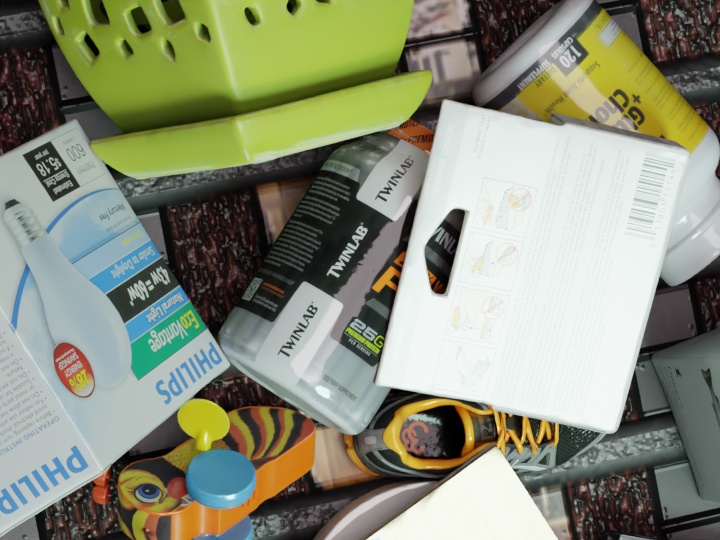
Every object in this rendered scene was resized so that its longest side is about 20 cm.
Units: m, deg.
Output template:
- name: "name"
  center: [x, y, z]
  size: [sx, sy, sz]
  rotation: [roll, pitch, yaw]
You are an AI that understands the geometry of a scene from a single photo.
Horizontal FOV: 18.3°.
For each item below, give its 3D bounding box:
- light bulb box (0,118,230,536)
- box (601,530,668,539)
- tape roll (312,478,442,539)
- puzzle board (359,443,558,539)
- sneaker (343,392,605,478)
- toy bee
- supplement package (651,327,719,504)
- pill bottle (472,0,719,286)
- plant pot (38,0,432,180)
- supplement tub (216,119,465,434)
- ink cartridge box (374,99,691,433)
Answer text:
- name: "light bulb box"
  center: [-0.216, 0.037, 1.435]
  size: [0.124, 0.198, 0.201]
  rotation: [-30, 95, 27]
- name: "box"
  center: [0.260, 0.282, 1.606]
  size: [0.198, 0.044, 0.162]
  rotation: [10, 86, -10]
- name: "tape roll"
  center: [0.048, 0.248, 1.571]
  size: [0.201, 0.037, 0.205]
  rotation: [0, 88, -10]
- name: "puzzle board"
  center: [0.084, 0.242, 1.538]
  size: [0.150, 0.017, 0.201]
  rotation: [-34, 102, -5]
- name: "sneaker"
  center: [0.091, 0.111, 1.565]
  size: [0.198, 0.077, 0.079]
  rotation: [-10, 88, -12]
- name: "toy bee"
  center: [-0.121, 0.143, 1.498]
  size: [0.108, 0.200, 0.132]
  rotation: [24, 111, 21]
- name: "supplement package"
  center: [0.298, 0.092, 1.541]
  size: [0.116, 0.200, 0.118]
  rotation: [-20, 91, -11]
- name: "pill bottle"
  center: [0.181, -0.089, 1.571]
  size: [0.112, 0.112, 0.200]
  rotation: [-44, 96, -9]
- name: "plant pot"
  center: [-0.080, -0.164, 1.460]
  size: [0.198, 0.199, 0.183]
  rotation: [-18, 99, -39]
- name: "supplement tub"
  center: [0.000, 0.000, 1.528]
  size: [0.122, 0.123, 0.201]
  rotation: [33, 83, -8]
- name: "ink cartridge box"
  center: [0.112, -0.005, 1.497]
  size: [0.175, 0.045, 0.202]
  rotation: [12, 102, -11]
